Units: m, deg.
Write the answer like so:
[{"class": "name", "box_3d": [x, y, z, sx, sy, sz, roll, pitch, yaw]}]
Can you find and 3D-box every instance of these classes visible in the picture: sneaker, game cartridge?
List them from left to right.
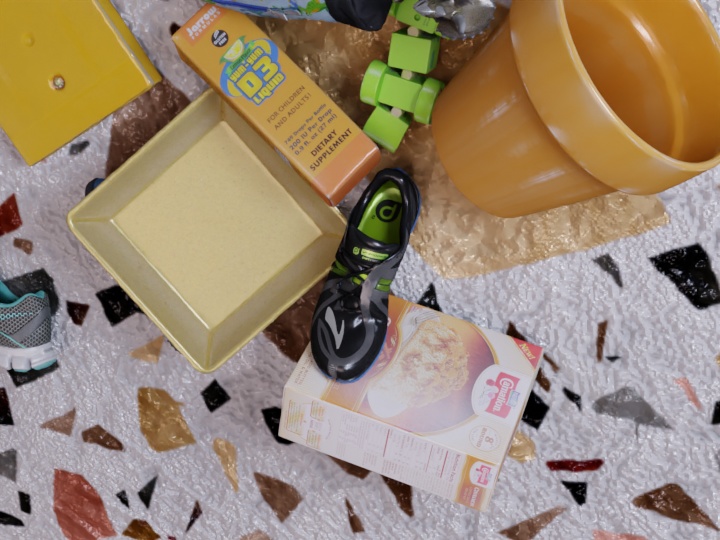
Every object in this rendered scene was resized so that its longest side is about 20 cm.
[{"class": "sneaker", "box_3d": [-0.411, 0.043, 1.368, 0.200, 0.078, 0.091, 11, 102, 11]}, {"class": "game cartridge", "box_3d": [-0.308, -0.223, 1.220, 0.176, 0.032, 0.200, -27, 101, 28]}, {"class": "sneaker", "box_3d": [-0.190, -0.014, 1.259, 0.078, 0.066, 0.200, -27, 104, 20]}, {"class": "sneaker", "box_3d": [0.000, 0.000, 1.129, 0.071, 0.083, 0.200, 16, 78, 12]}]

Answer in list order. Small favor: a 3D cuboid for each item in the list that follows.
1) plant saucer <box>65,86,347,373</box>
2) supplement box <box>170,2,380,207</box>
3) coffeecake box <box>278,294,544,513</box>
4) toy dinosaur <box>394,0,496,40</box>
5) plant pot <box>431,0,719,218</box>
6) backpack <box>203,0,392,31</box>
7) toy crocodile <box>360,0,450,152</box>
[{"class": "plant saucer", "box_3d": [-0.135, -0.040, 1.200, 0.200, 0.048, 0.200, -41, 97, 5]}, {"class": "supplement box", "box_3d": [-0.073, -0.149, 1.123, 0.200, 0.069, 0.067, 45, 89, 7]}, {"class": "coffeecake box", "box_3d": [0.048, 0.110, 1.170, 0.200, 0.154, 0.073, 19, 134, 10]}, {"class": "toy dinosaur", "box_3d": [0.081, -0.247, 0.998, 0.102, 0.200, 0.077, 18, 151, 24]}, {"class": "plant pot", "box_3d": [0.161, -0.133, 1.012, 0.200, 0.200, 0.183, 51, 136, -8]}, {"class": "backpack", "box_3d": [-0.076, -0.284, 1.042, 0.200, 0.154, 0.164, 9, 85, 37]}, {"class": "toy crocodile", "box_3d": [0.048, -0.193, 1.093, 0.067, 0.062, 0.200, 19, 115, 11]}]
